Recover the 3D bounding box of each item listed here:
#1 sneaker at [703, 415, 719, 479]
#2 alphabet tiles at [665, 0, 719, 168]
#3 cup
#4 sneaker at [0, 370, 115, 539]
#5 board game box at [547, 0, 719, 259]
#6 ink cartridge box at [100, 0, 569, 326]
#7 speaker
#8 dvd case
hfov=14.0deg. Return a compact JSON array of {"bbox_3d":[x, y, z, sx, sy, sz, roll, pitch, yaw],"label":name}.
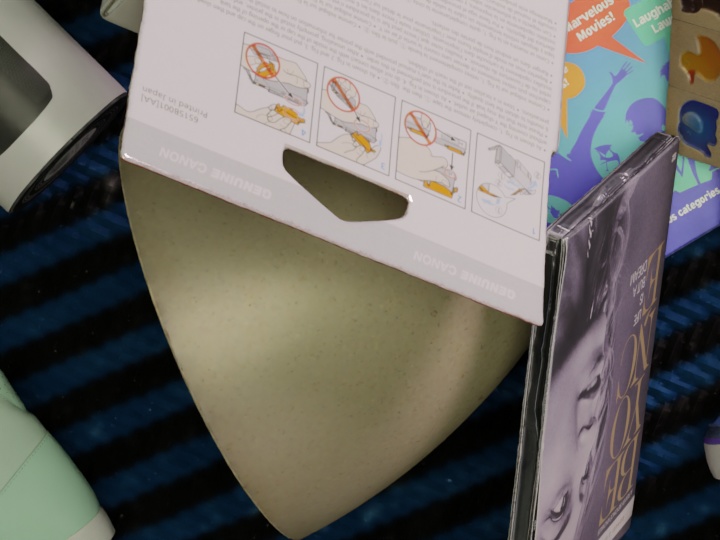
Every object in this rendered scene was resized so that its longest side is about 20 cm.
[{"bbox_3d":[0.226,-0.005,1.352,0.200,0.081,0.147,-25,92,1],"label":"sneaker"},{"bbox_3d":[0.204,-0.089,1.268,0.167,0.008,0.200,21,125,34],"label":"alphabet tiles"},{"bbox_3d":[0.000,0.000,1.290,0.143,0.200,0.200,-22,92,9],"label":"cup"},{"bbox_3d":[-0.229,0.125,1.372,0.200,0.074,0.118,-31,98,-7],"label":"sneaker"},{"bbox_3d":[0.090,-0.091,1.370,0.152,0.045,0.200,-32,91,3],"label":"board game box"},{"bbox_3d":[-0.010,-0.077,1.183,0.200,0.044,0.174,22,58,-25],"label":"ink cartridge box"},{"bbox_3d":[-0.205,-0.123,1.360,0.081,0.081,0.200,-45,90,3],"label":"speaker"},{"bbox_3d":[0.102,0.054,1.298,0.016,0.149,0.200,14,114,20],"label":"dvd case"}]
